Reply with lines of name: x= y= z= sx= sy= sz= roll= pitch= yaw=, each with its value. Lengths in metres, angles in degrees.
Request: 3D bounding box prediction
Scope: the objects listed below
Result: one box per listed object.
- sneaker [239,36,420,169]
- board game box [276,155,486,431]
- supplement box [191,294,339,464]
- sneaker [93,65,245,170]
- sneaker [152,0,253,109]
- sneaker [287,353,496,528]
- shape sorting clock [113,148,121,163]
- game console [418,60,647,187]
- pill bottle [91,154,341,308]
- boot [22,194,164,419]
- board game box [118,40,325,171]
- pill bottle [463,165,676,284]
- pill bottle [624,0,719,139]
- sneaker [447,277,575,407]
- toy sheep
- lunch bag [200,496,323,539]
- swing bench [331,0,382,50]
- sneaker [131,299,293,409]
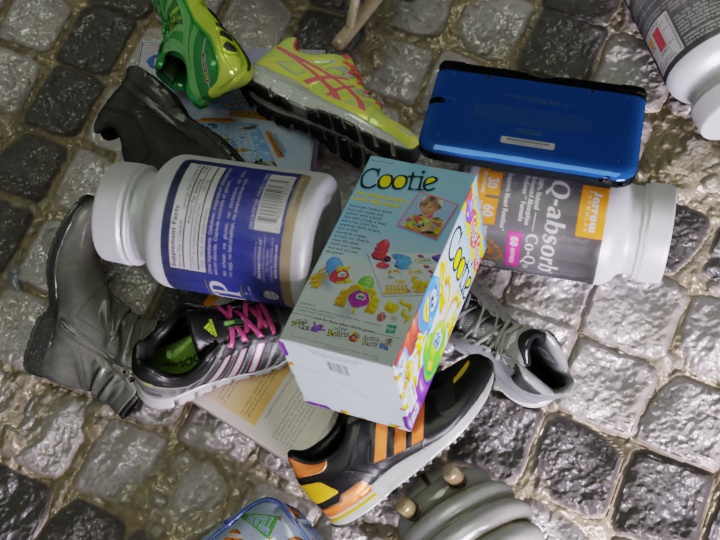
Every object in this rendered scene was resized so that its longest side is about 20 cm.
sneaker: x=-0.020 y=-0.170 z=1.081 sx=0.199 sy=0.078 sz=0.091 roll=31 pitch=69 yaw=14
board game box: x=0.026 y=0.016 z=0.944 sx=0.104 sy=0.103 sz=0.201 roll=13 pitch=57 yaw=22
supplement box: x=-0.076 y=0.106 z=1.061 sx=0.199 sy=0.074 sz=0.126 roll=30 pitch=77 yaw=17
sneaker: x=-0.177 y=-0.109 z=1.073 sx=0.200 sy=0.076 sz=0.091 roll=41 pitch=88 yaw=20
sneaker: x=-0.177 y=-0.229 z=1.100 sx=0.083 sy=0.074 sz=0.200 roll=-39 pitch=44 yaw=3
sneaker: x=0.026 y=0.129 z=0.959 sx=0.200 sy=0.070 sz=0.090 roll=-42 pitch=100 yaw=-1
shape sorting clock: x=-0.164 y=-0.088 z=1.160 sx=0.198 sy=0.039 sz=0.201 roll=-1 pitch=67 yaw=3
game console: x=0.167 y=-0.128 z=1.070 sx=0.198 sy=0.119 sz=0.172 roll=9 pitch=54 yaw=11
pill bottle: x=-0.126 y=-0.038 z=0.970 sx=0.198 sy=0.120 sz=0.121 roll=9 pitch=71 yaw=12
boot: x=-0.246 y=0.036 z=1.094 sx=0.130 sy=0.068 sz=0.201 roll=19 pitch=101 yaw=11
board game box: x=-0.141 y=-0.137 z=1.135 sx=0.198 sy=0.041 sz=0.201 roll=5 pitch=68 yaw=5
pill bottle: x=0.195 y=-0.050 z=1.063 sx=0.198 sy=0.116 sz=0.117 roll=9 pitch=71 yaw=10
pill bottle: x=0.345 y=-0.241 z=1.105 sx=0.116 sy=0.116 sz=0.201 roll=-18 pitch=69 yaw=0
sneaker: x=0.119 y=0.049 z=1.006 sx=0.200 sy=0.115 sz=0.075 roll=37 pitch=79 yaw=-5
toy sheep: x=0.093 y=0.235 z=0.965 sx=0.137 sy=0.138 sz=0.201 roll=-28 pitch=61 yaw=-4
lunch bag: x=-0.083 y=0.313 z=0.989 sx=0.160 sy=0.076 sz=0.200 roll=-38 pitch=71 yaw=-5
swing bench: x=-0.051 y=-0.351 z=1.152 sx=0.198 sy=0.130 sz=0.200 roll=24 pitch=37 yaw=14
sneaker: x=-0.121 y=0.059 z=0.998 sx=0.199 sy=0.088 sz=0.074 roll=-25 pitch=68 yaw=-2
